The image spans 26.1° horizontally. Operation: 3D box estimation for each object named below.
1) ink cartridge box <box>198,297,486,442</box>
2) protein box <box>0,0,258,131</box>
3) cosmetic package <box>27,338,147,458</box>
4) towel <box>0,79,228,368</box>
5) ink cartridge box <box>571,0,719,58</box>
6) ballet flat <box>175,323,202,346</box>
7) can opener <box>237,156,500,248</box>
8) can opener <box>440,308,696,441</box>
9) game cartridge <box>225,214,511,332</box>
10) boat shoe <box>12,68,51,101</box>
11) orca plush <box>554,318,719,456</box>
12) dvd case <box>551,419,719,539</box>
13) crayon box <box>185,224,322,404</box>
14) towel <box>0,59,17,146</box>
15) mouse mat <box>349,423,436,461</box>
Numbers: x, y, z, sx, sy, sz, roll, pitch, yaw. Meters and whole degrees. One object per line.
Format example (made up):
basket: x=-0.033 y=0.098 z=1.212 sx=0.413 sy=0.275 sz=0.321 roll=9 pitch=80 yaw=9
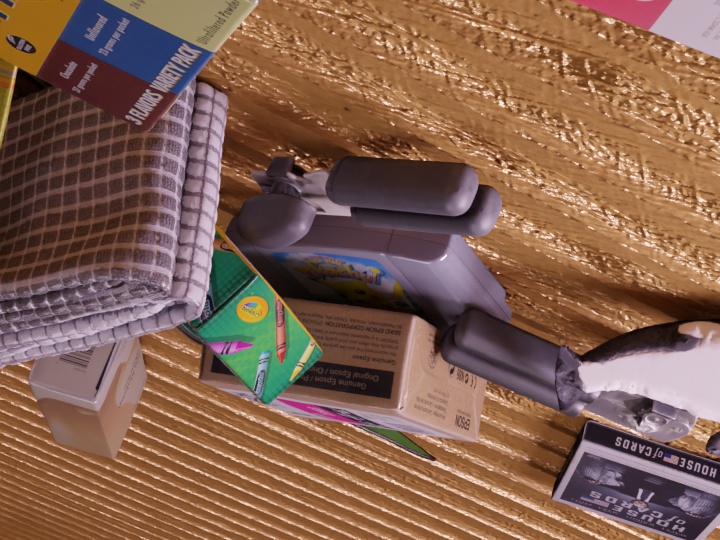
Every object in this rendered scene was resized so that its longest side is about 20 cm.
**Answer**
ink cartridge box: x=-0.007 y=0.077 z=1.196 sx=0.164 sy=0.075 sz=0.200 roll=5 pitch=170 yaw=23
protein box: x=-0.114 y=-0.198 z=0.575 sx=0.199 sy=0.199 sz=0.135 roll=26 pitch=157 yaw=-16
cosmetic package: x=-0.266 y=0.106 z=1.534 sx=0.071 sy=0.106 sz=0.200 roll=18 pitch=159 yaw=4
towel: x=-0.188 y=-0.040 z=0.997 sx=0.199 sy=0.166 sz=0.086 roll=-12 pitch=152 yaw=27
ink cartridge box: x=0.199 y=-0.138 z=0.610 sx=0.199 sy=0.084 sz=0.145 roll=21 pitch=158 yaw=-4
ballet flat: x=-0.115 y=0.039 z=1.308 sx=0.200 sy=0.071 sz=0.065 roll=39 pitch=167 yaw=-33
can opener: x=-0.002 y=-0.036 z=1.011 sx=0.200 sy=0.067 sz=0.053 roll=7 pitch=157 yaw=46
can opener: x=0.159 y=0.070 z=1.143 sx=0.199 sy=0.067 sz=0.053 roll=24 pitch=148 yaw=-9
game cartridge: x=0.000 y=0.000 z=1.160 sx=0.199 sy=0.041 sz=0.133 roll=4 pitch=149 yaw=33
boat shoe: x=-0.309 y=-0.121 z=1.087 sx=0.199 sy=0.068 sz=0.072 roll=8 pitch=153 yaw=22
orca plush: x=0.237 y=0.073 z=1.084 sx=0.199 sy=0.106 sz=0.071 roll=-11 pitch=-169 yaw=11
dvd case: x=0.260 y=0.198 z=1.418 sx=0.150 sy=0.025 sz=0.200 roll=17 pitch=157 yaw=6
crayon box: x=-0.120 y=-0.010 z=1.077 sx=0.200 sy=0.058 sz=0.119 roll=46 pitch=175 yaw=36
towel: x=-0.254 y=-0.096 z=0.946 sx=0.086 sy=0.201 sz=0.018 roll=16 pitch=-173 yaw=21
mouse mat: x=-0.038 y=0.115 z=1.404 sx=0.200 sy=0.008 sz=0.161 roll=28 pitch=180 yaw=-25
